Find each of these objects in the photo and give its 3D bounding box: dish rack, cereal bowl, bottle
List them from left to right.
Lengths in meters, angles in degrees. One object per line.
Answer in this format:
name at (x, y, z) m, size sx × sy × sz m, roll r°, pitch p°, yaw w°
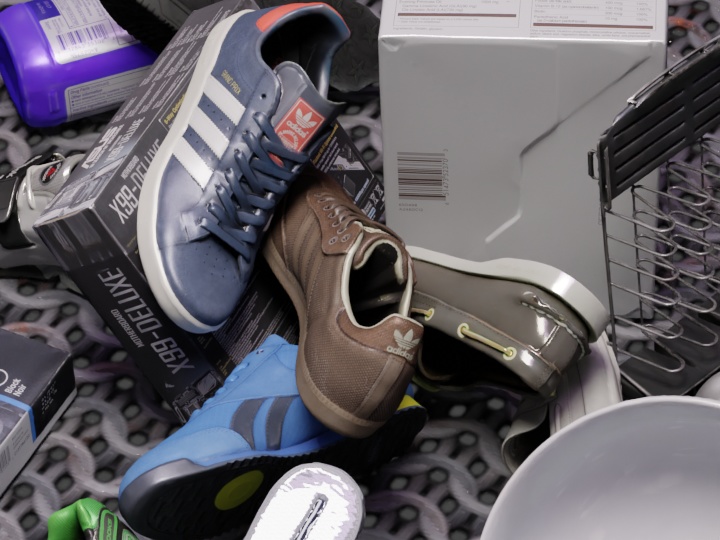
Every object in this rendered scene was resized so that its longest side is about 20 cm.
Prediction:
bottle at (-0.127, -0.150, 1.650) m, size 0.199 × 0.066 × 0.084 m, roll -17°, pitch 45°, yaw -16°
cereal bowl at (0.159, 0.161, 1.260) m, size 0.199 × 0.083 × 0.201 m, roll -3°, pitch 82°, yaw 23°
dish rack at (0.190, -0.027, 1.417) m, size 0.153 × 0.201 × 0.054 m, roll -35°, pitch 45°, yaw -30°

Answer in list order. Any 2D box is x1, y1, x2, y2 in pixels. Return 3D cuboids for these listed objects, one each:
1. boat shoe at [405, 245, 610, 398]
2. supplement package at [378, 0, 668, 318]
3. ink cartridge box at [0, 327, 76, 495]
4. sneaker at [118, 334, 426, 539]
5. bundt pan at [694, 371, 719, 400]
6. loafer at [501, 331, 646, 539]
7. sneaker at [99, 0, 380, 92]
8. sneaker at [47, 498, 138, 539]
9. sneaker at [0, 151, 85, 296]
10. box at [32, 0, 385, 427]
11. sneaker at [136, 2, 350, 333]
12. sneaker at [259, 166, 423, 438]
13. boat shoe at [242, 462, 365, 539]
boat shoe at (0.049, 0.031, 1.413) m, size 0.201 × 0.072 × 0.060 m, roll 3°, pitch 54°, yaw 56°
supplement package at (0.092, -0.084, 1.474) m, size 0.155 × 0.201 × 0.111 m, roll 2°, pitch 42°, yaw 5°
ink cartridge box at (-0.267, 0.059, 1.457) m, size 0.199 × 0.039 × 0.100 m, roll 16°, pitch 47°, yaw 19°
sneaker at (-0.058, 0.082, 1.374) m, size 0.200 × 0.066 × 0.079 m, roll -18°, pitch 59°, yaw -41°
bundt pan at (0.253, 0.103, 1.353) m, size 0.201 × 0.076 × 0.203 m, roll 0°, pitch 48°, yaw 0°
loafer at (0.107, 0.084, 1.394) m, size 0.069 × 0.070 × 0.200 m, roll -9°, pitch 40°, yaw -4°
sneaker at (-0.064, -0.158, 1.604) m, size 0.060 × 0.200 × 0.105 m, roll -1°, pitch 56°, yaw 60°
sneaker at (-0.176, 0.189, 1.270) m, size 0.078 × 0.085 × 0.200 m, roll -21°, pitch 19°, yaw 46°
sneaker at (-0.179, -0.039, 1.522) m, size 0.199 × 0.089 × 0.074 m, roll 13°, pitch 47°, yaw 17°
box at (-0.077, -0.032, 1.459) m, size 0.050 × 0.158 × 0.200 m, roll -15°, pitch 32°, yaw 39°
sneaker at (-0.055, -0.062, 1.387) m, size 0.084 × 0.075 × 0.201 m, roll -14°, pitch 52°, yaw 38°
sneaker at (0.000, 0.000, 1.383) m, size 0.070 × 0.076 × 0.200 m, roll 22°, pitch 32°, yaw -28°
boat shoe at (-0.057, 0.189, 1.293) m, size 0.072 × 0.071 × 0.200 m, roll 33°, pitch 73°, yaw 16°
